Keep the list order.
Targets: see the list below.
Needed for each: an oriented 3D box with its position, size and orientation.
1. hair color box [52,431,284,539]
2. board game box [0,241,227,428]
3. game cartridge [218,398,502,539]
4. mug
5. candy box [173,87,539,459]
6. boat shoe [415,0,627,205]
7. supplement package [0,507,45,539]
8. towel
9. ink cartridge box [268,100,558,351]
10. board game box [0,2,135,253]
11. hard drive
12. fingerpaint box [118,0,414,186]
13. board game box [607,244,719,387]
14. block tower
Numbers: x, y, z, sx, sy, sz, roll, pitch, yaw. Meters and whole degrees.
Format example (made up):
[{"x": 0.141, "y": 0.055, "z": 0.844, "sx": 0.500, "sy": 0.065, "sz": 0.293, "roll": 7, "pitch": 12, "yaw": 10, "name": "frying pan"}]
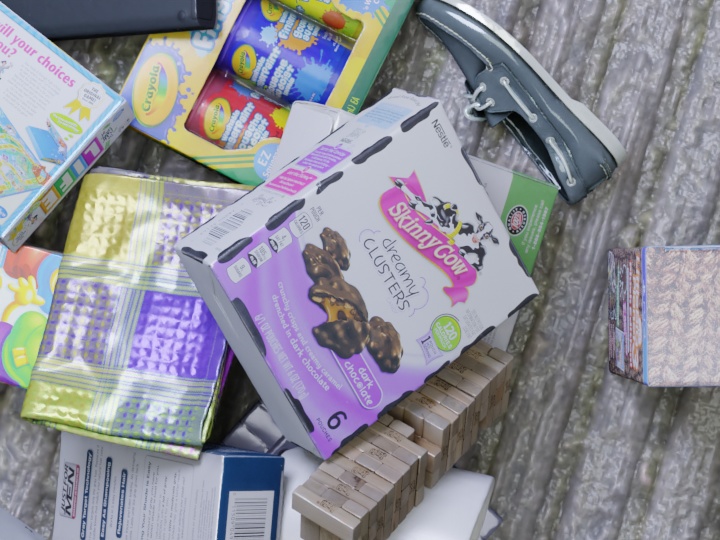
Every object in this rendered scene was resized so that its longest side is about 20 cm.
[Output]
[{"x": -0.141, "y": 0.170, "z": 1.671, "sx": 0.060, "sy": 0.199, "sz": 0.101, "roll": 5, "pitch": 90, "yaw": -42, "name": "hair color box"}, {"x": -0.193, "y": 0.047, "z": 1.710, "sx": 0.199, "sy": 0.105, "sz": 0.104, "roll": 15, "pitch": 90, "yaw": -1, "name": "board game box"}, {"x": -0.004, "y": 0.165, "z": 1.753, "sx": 0.200, "sy": 0.038, "sz": 0.130, "roll": 43, "pitch": 93, "yaw": -1, "name": "game cartridge"}, {"x": -0.004, "y": 0.213, "z": 1.671, "sx": 0.152, "sy": 0.149, "sz": 0.187, "roll": 20, "pitch": 83, "yaw": 6, "name": "mug"}, {"x": 0.000, "y": 0.000, "z": 1.587, "sx": 0.200, "sy": 0.071, "sz": 0.168, "roll": -37, "pitch": 114, "yaw": -16, "name": "candy box"}, {"x": 0.110, "y": -0.131, "z": 1.734, "sx": 0.200, "sy": 0.073, "sz": 0.062, "roll": 42, "pitch": 85, "yaw": -6, "name": "boat shoe"}, {"x": -0.328, "y": 0.207, "z": 1.659, "sx": 0.155, "sy": 0.200, "sz": 0.111, "roll": 35, "pitch": 89, "yaw": -1, "name": "supplement package"}, {"x": -0.152, "y": 0.024, "z": 1.627, "sx": 0.143, "sy": 0.023, "sz": 0.201, "roll": 11, "pitch": 72, "yaw": 11, "name": "towel"}, {"x": 0.026, "y": -0.026, "z": 1.685, "sx": 0.199, "sy": 0.084, "sz": 0.147, "roll": 18, "pitch": 91, "yaw": -29, "name": "ink cartridge box"}, {"x": -0.281, "y": -0.124, "z": 1.676, "sx": 0.200, "sy": 0.034, "sz": 0.135, "roll": 38, "pitch": 80, "yaw": 18, "name": "board game box"}, {"x": -0.198, "y": -0.242, "z": 1.698, "sx": 0.199, "sy": 0.033, "sz": 0.140, "roll": -1, "pitch": 91, "yaw": 28, "name": "hard drive"}, {"x": -0.069, "y": -0.165, "z": 1.727, "sx": 0.166, "sy": 0.073, "sz": 0.201, "roll": 27, "pitch": 89, "yaw": -2, "name": "fingerpaint box"}, {"x": 0.270, "y": 0.030, "z": 1.675, "sx": 0.158, "sy": 0.200, "sz": 0.097, "roll": -1, "pitch": 90, "yaw": -1, "name": "board game box"}, {"x": 0.030, "y": 0.125, "z": 1.615, "sx": 0.054, "sy": 0.058, "sz": 0.200, "roll": 27, "pitch": 47, "yaw": 24, "name": "block tower"}]
